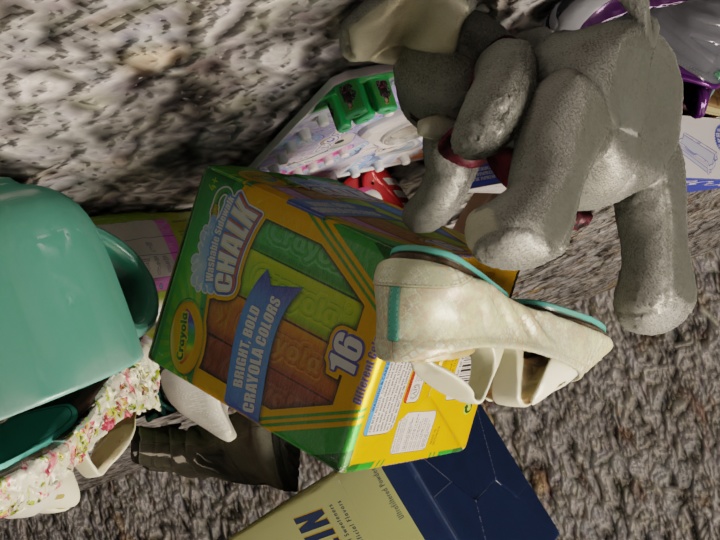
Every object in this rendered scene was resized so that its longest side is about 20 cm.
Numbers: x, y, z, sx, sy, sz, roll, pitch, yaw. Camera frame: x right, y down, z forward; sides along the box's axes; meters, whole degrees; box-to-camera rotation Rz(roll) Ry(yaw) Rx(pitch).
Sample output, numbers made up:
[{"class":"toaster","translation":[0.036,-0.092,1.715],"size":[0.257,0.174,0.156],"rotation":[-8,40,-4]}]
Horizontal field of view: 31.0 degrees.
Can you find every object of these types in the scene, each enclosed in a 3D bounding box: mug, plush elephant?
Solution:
[{"class":"mug","translation":[-0.202,0.018,0.691],"size":[0.152,0.115,0.185],"rotation":[-21,-177,3]},{"class":"plush elephant","translation":[0.073,-0.076,0.658],"size":[0.155,0.201,0.164],"rotation":[1,173,43]}]

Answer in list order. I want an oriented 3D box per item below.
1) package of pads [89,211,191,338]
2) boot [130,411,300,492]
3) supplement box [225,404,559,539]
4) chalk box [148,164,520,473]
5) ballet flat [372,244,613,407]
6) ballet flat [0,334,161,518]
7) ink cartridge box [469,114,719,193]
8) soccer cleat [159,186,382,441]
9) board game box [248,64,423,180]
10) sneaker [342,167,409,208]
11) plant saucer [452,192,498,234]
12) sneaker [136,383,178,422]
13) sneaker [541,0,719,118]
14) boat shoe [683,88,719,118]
[{"class":"package of pads","translation":[-0.174,0.014,0.891],"size":[0.154,0.068,0.200],"rotation":[-24,173,28]},{"class":"boot","translation":[-0.111,0.133,0.968],"size":[0.130,0.068,0.200],"rotation":[1,165,-4]},{"class":"supplement box","translation":[0.011,0.206,0.942],"size":[0.200,0.135,0.200],"rotation":[-34,173,19]},{"class":"chalk box","translation":[-0.032,0.015,0.756],"size":[0.200,0.125,0.124],"rotation":[24,-167,33]},{"class":"ballet flat","translation":[0.066,0.040,0.662],"size":[0.067,0.063,0.200],"rotation":[-1,166,38]},{"class":"ballet flat","translation":[-0.172,0.100,0.754],"size":[0.075,0.064,0.200],"rotation":[-7,-159,30]},{"class":"ink cartridge box","translation":[0.158,-0.074,0.837],"size":[0.200,0.044,0.094],"rotation":[-2,177,-40]},{"class":"soccer cleat","translation":[-0.044,0.032,0.882],"size":[0.200,0.086,0.070],"rotation":[-43,164,-4]},{"class":"board game box","translation":[0.034,-0.091,0.846],"size":[0.199,0.026,0.200],"rotation":[-15,170,-29]},{"class":"sneaker","translation":[0.000,0.000,0.950],"size":[0.078,0.116,0.200],"rotation":[-25,-159,23]},{"class":"plant saucer","translation":[0.126,-0.057,0.975],"size":[0.200,0.029,0.200],"rotation":[-44,162,-18]},{"class":"sneaker","translation":[-0.138,0.084,0.997],"size":[0.091,0.078,0.200],"rotation":[-41,-159,-30]},{"class":"sneaker","translation":[0.207,-0.135,0.751],"size":[0.199,0.088,0.074],"rotation":[-18,171,-6]},{"class":"boat shoe","translation":[0.226,-0.130,0.893],"size":[0.072,0.072,0.200],"rotation":[-27,174,35]}]
